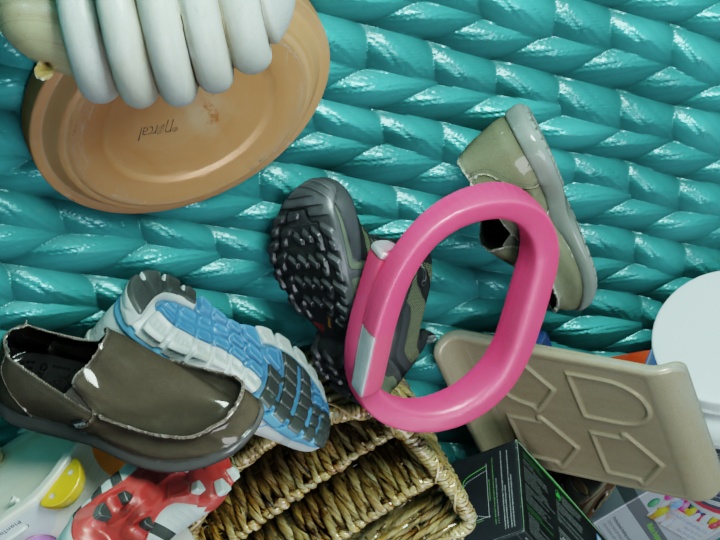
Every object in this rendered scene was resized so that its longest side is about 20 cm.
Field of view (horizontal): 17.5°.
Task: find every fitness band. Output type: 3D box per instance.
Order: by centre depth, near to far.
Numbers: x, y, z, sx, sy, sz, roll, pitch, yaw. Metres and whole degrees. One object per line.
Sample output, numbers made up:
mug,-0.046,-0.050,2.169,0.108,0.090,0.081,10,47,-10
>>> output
fitness band,0.062,0.028,1.606,0.143,0.037,0.200,-6,127,-31

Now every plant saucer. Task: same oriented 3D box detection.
plant saucer,-0.111,-0.106,1.456,0.200,0.032,0.201,-17,143,-13

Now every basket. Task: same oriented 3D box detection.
basket,-0.039,0.165,1.742,0.200,0.149,0.143,-33,145,9

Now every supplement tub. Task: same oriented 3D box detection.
supplement tub,0.308,0.104,1.898,0.140,0.141,0.200,-25,145,-3

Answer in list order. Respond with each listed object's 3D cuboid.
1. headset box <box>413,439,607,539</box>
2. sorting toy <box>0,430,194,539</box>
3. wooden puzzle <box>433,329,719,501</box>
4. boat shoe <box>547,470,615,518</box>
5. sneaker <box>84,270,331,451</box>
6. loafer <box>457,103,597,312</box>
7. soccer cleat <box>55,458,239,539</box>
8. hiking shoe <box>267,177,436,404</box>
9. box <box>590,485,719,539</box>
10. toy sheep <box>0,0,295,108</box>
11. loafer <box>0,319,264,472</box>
headset box,0.083,0.249,1.906,0.200,0.093,0.174,-23,134,22
sorting toy,-0.209,0.199,1.677,0.200,0.107,0.180,-34,128,10
wooden puzzle,0.175,0.104,1.821,0.199,0.046,0.185,6,147,25
boat shoe,0.180,0.169,1.964,0.074,0.076,0.200,-19,152,-42
sneaker,-0.108,0.075,1.641,0.200,0.075,0.087,35,127,-28
loafer,0.115,-0.038,1.663,0.069,0.075,0.200,-23,136,3
soccer cleat,-0.153,0.163,1.589,0.085,0.069,0.200,-35,-177,29
hiking shoe,0.000,0.000,1.640,0.101,0.076,0.200,-46,141,-31
box,0.294,0.199,2.096,0.200,0.041,0.156,-32,145,4
toy sheep,-0.107,-0.157,1.312,0.199,0.138,0.138,-8,144,3
loafer,-0.161,0.080,1.551,0.199,0.073,0.071,7,136,20
